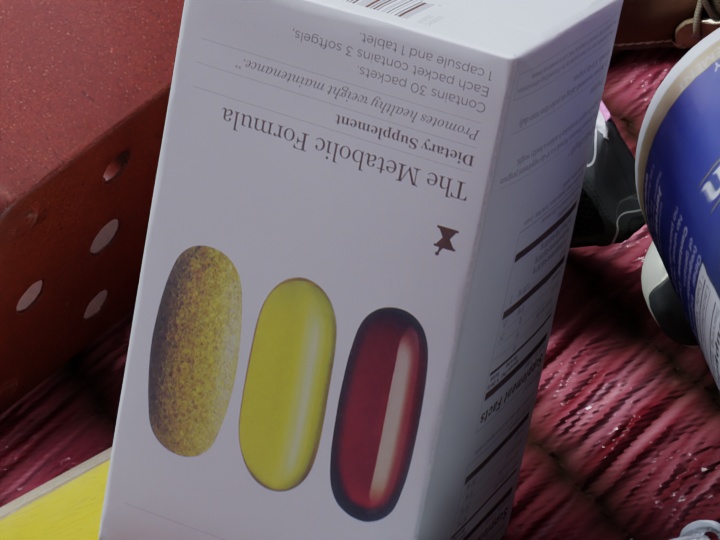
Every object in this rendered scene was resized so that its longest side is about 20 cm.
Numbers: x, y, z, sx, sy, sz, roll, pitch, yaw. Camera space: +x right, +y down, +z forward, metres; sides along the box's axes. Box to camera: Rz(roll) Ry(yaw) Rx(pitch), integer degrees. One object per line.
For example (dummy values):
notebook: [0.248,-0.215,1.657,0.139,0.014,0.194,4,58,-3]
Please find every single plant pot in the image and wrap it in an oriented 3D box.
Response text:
plant pot: [-0.162,-0.061,1.147,0.176,0.200,0.200,38,54,19]

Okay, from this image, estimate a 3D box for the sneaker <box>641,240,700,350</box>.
sneaker: [0.157,-0.032,1.119,0.093,0.070,0.200,-4,31,50]

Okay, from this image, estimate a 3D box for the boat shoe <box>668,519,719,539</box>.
boat shoe: [0.066,0.118,0.903,0.202,0.075,0.065,-20,35,-3]

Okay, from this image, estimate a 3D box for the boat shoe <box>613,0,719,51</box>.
boat shoe: [0.160,-0.132,1.250,0.200,0.076,0.072,-17,35,-2]

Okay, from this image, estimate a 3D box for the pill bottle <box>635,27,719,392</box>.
pill bottle: [0.160,0.007,0.912,0.116,0.116,0.200,-15,32,-1]

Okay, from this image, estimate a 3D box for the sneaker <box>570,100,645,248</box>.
sneaker: [0.030,-0.021,1.127,0.086,0.080,0.200,-47,22,-25]

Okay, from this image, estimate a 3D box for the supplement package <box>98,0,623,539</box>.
supplement package: [0.000,0.000,0.953,0.114,0.200,0.110,17,21,18]

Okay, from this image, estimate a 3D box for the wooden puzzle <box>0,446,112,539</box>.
wooden puzzle: [-0.093,0.121,0.993,0.200,0.037,0.185,-24,34,-16]
